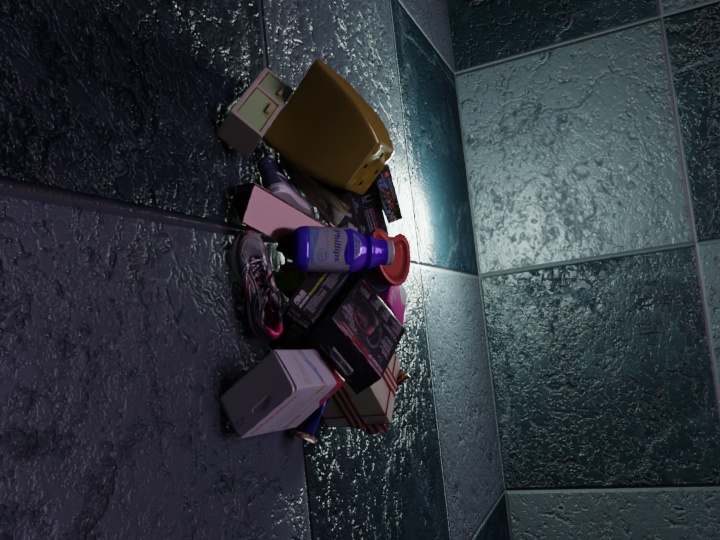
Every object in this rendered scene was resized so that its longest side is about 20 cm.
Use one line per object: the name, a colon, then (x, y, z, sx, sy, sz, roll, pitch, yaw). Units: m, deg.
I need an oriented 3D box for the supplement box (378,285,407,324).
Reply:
supplement box: (-0.001, 0.075, 1.508, 0.103, 0.194, 0.105, -78, 150, -41)

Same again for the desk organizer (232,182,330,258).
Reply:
desk organizer: (-0.158, -0.088, 1.276, 0.197, 0.071, 0.079, 29, 73, -38)

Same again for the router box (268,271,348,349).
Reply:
router box: (-0.093, 0.061, 1.307, 0.201, 0.061, 0.151, -55, 176, -43)

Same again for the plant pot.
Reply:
plant pot: (-0.043, -0.271, 1.361, 0.199, 0.197, 0.193, 42, 13, 15)

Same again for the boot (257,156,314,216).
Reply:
boot: (-0.155, -0.160, 1.388, 0.200, 0.071, 0.093, 57, 12, -67)

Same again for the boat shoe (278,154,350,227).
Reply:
boat shoe: (-0.110, -0.175, 1.417, 0.199, 0.064, 0.073, 41, 13, 11)

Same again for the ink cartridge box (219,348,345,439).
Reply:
ink cartridge box: (-0.134, 0.216, 1.181, 0.087, 0.147, 0.199, 55, 15, 20)

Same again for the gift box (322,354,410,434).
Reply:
gift box: (-0.002, 0.243, 1.463, 0.188, 0.194, 0.189, -70, 146, -40)

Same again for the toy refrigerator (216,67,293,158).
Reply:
toy refrigerator: (-0.201, -0.313, 1.284, 0.075, 0.070, 0.202, 36, 39, -14)

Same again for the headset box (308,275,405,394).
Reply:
headset box: (-0.006, 0.126, 1.276, 0.150, 0.074, 0.201, 49, 31, -8)

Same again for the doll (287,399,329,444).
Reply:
doll: (-0.087, 0.241, 1.339, 0.048, 0.135, 0.205, 32, 72, -33)

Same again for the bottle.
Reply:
bottle: (-0.032, -0.038, 1.254, 0.065, 0.193, 0.087, 139, -48, -68)

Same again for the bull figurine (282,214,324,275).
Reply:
bull figurine: (-0.102, -0.041, 1.444, 0.065, 0.121, 0.201, 43, -9, 31)

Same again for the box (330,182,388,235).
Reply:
box: (-0.017, -0.151, 1.560, 0.201, 0.111, 0.136, -118, -171, -67)

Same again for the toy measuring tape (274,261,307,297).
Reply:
toy measuring tape: (-0.153, 0.024, 1.319, 0.199, 0.071, 0.076, -25, 105, -68)

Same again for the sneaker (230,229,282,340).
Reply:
sneaker: (-0.180, 0.026, 1.208, 0.079, 0.074, 0.207, -18, 100, -33)

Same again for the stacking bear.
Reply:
stacking bear: (0.000, 0.000, 1.407, 0.119, 0.197, 0.118, 8, 70, -45)

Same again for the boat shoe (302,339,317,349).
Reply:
boat shoe: (-0.116, 0.149, 1.373, 0.072, 0.063, 0.205, 53, 35, -49)

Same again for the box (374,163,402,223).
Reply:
box: (0.042, -0.224, 1.517, 0.203, 0.037, 0.139, -109, 180, -48)
